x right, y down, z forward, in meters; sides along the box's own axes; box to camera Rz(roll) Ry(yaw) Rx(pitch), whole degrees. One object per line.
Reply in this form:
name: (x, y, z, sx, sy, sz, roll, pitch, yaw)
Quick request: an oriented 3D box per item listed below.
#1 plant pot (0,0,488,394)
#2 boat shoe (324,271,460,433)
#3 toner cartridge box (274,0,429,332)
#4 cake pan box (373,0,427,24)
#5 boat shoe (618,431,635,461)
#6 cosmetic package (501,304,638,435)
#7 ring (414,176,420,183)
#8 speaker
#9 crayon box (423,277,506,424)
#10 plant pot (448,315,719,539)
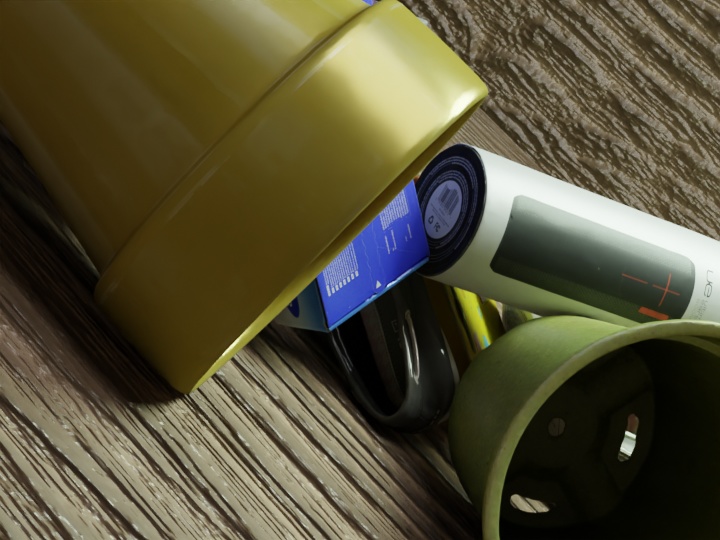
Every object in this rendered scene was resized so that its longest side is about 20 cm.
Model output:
plant pot: (-0.075, -0.078, 1.081, 0.189, 0.201, 0.201, 45, 10, 2)
boat shoe: (0.000, 0.000, 1.358, 0.057, 0.067, 0.200, 0, 64, -61)
toner cartridge box: (-0.025, -0.078, 1.259, 0.043, 0.095, 0.200, 8, -60, 41)
cake pan box: (-0.068, -0.160, 1.440, 0.200, 0.052, 0.184, 24, 17, 12)
boat shoe: (0.206, 0.178, 1.528, 0.202, 0.072, 0.060, 45, 4, -15)
cosmetic package: (0.152, 0.050, 1.554, 0.200, 0.087, 0.104, 82, -17, -68)
ring: (0.023, -0.058, 1.559, 0.200, 0.019, 0.200, 0, 5, 0)
speaker: (0.126, -0.008, 1.374, 0.200, 0.081, 0.081, 19, 21, -32)
crayon box: (0.050, 0.024, 1.471, 0.200, 0.051, 0.127, -28, 98, -81)
plant pot: (0.135, 0.105, 1.278, 0.200, 0.200, 0.184, 40, -1, -19)
